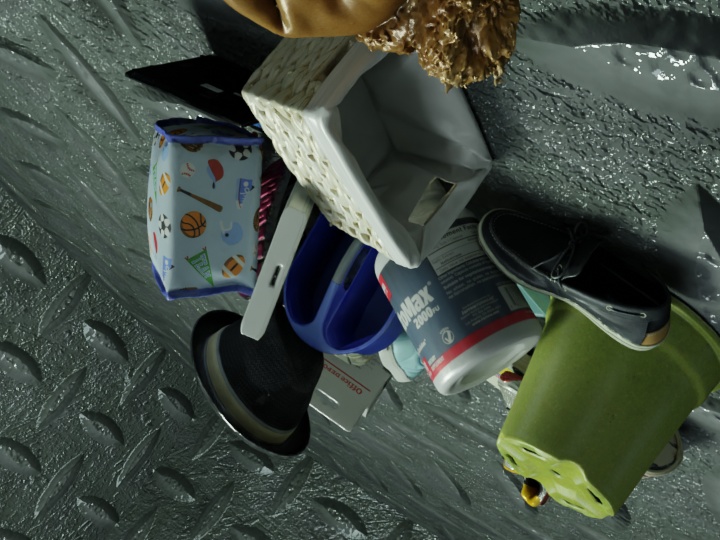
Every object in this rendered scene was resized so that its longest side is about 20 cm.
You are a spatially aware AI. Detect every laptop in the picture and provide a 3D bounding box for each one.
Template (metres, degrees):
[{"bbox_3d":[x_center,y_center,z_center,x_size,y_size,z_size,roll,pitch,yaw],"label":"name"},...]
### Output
[{"bbox_3d":[-0.126,-0.161,0.974,0.175,0.199,0.105,25,123,29],"label":"laptop"}]

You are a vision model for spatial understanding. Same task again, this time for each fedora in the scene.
[{"bbox_3d":[-0.101,0.105,1.008,0.200,0.091,0.202,41,-159,-19],"label":"fedora"}]

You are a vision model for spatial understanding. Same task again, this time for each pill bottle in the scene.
[{"bbox_3d":[0.082,0.007,0.882,0.202,0.118,0.120,61,170,19],"label":"pill bottle"}]

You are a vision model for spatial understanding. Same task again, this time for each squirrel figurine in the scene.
[{"bbox_3d":[0.034,-0.210,0.563,0.184,0.144,0.199,-1,155,46],"label":"squirrel figurine"}]

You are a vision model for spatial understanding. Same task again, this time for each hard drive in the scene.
[{"bbox_3d":[-0.076,-0.030,0.905,0.026,0.134,0.201,21,-161,-5],"label":"hard drive"}]

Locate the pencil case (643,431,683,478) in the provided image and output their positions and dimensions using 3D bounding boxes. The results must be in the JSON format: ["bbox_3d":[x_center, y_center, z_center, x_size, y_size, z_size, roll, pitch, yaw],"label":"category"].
[{"bbox_3d":[0.323,0.221,1.101,0.087,0.079,0.200,11,162,-3],"label":"pencil case"}]

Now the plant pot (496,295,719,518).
[{"bbox_3d":[0.234,0.131,0.881,0.198,0.186,0.201,32,162,12],"label":"plant pot"}]

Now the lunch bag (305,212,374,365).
[{"bbox_3d":[-0.041,0.016,1.183,0.198,0.140,0.168,32,167,18],"label":"lunch bag"}]

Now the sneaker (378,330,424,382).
[{"bbox_3d":[0.079,0.105,1.172,0.080,0.076,0.200,-6,170,13],"label":"sneaker"}]

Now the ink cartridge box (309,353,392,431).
[{"bbox_3d":[-0.005,0.126,1.292,0.115,0.201,0.067,33,163,9],"label":"ink cartridge box"}]

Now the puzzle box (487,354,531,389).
[{"bbox_3d":[0.158,0.103,1.184,0.198,0.026,0.133,36,163,-13],"label":"puzzle box"}]

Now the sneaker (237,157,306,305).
[{"bbox_3d":[-0.095,-0.043,1.088,0.087,0.204,0.073,29,143,-35],"label":"sneaker"}]

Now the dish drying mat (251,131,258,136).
[{"bbox_3d":[-0.148,-0.116,1.143,0.018,0.078,0.200,16,171,-5],"label":"dish drying mat"}]

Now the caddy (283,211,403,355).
[{"bbox_3d":[0.000,0.000,1.003,0.140,0.203,0.105,29,178,23],"label":"caddy"}]

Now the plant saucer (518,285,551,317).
[{"bbox_3d":[0.147,0.025,1.056,0.070,0.019,0.199,45,160,-24],"label":"plant saucer"}]

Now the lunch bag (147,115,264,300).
[{"bbox_3d":[-0.175,-0.076,0.972,0.121,0.174,0.200,0,-167,-23],"label":"lunch bag"}]

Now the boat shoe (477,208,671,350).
[{"bbox_3d":[0.194,-0.005,0.805,0.198,0.075,0.063,35,152,22],"label":"boat shoe"}]

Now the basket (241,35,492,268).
[{"bbox_3d":[0.008,-0.124,0.774,0.122,0.136,0.201,26,160,41],"label":"basket"}]

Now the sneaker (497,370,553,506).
[{"bbox_3d":[0.218,0.220,1.140,0.203,0.081,0.078,66,166,-19],"label":"sneaker"}]
